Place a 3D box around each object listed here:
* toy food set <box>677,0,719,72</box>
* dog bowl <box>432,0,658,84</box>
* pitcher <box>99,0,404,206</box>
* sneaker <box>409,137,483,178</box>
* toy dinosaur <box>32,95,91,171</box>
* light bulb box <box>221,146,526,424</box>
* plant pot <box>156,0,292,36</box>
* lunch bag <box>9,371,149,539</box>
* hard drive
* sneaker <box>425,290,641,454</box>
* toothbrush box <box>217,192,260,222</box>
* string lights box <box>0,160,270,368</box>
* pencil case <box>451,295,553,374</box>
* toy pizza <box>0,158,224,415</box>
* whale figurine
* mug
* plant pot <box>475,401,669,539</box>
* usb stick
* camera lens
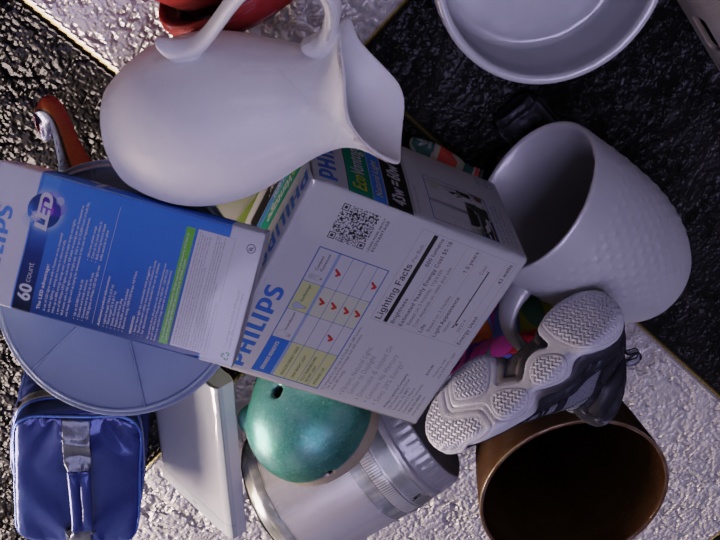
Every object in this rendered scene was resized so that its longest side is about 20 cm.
[{"bbox_3d":[0.384,-0.275,0.881,0.199,0.061,0.143,-37,130,16],"label":"toy food set"},{"bbox_3d":[0.152,-0.266,0.837,0.197,0.079,0.202,-3,121,-6],"label":"dog bowl"},{"bbox_3d":[-0.086,-0.128,0.685,0.197,0.122,0.172,-7,139,19],"label":"pitcher"},{"bbox_3d":[0.032,-0.042,0.976,0.093,0.070,0.201,34,115,-5],"label":"sneaker"},{"bbox_3d":[-0.230,-0.056,0.853,0.197,0.105,0.184,1,92,-10],"label":"toy dinosaur"},{"bbox_3d":[0.000,0.000,0.854,0.198,0.125,0.199,19,120,-21],"label":"light bulb box"},{"bbox_3d":[-0.121,-0.285,0.728,0.199,0.201,0.183,-30,129,11],"label":"plant pot"},{"bbox_3d":[-0.291,0.194,1.031,0.134,0.133,0.202,3,120,-8],"label":"lunch bag"},{"bbox_3d":[-0.172,0.169,1.040,0.027,0.131,0.202,-25,130,-35],"label":"hard drive"},{"bbox_3d":[0.158,0.111,0.870,0.199,0.076,0.114,-37,132,9],"label":"sneaker"},{"bbox_3d":[-0.120,-0.063,0.924,0.199,0.086,0.146,31,114,-24],"label":"toothbrush box"},{"bbox_3d":[-0.176,-0.006,0.740,0.197,0.059,0.104,16,95,-3],"label":"string lights box"},{"bbox_3d":[0.154,0.050,0.991,0.198,0.088,0.089,-5,125,-32],"label":"pencil case"},{"bbox_3d":[-0.189,0.013,0.787,0.197,0.032,0.203,0,95,-2],"label":"toy pizza"},{"bbox_3d":[-0.062,0.106,0.963,0.158,0.202,0.104,-30,142,15],"label":"whale figurine"},{"bbox_3d":[0.202,-0.007,0.914,0.174,0.148,0.201,28,94,-30],"label":"mug"},{"bbox_3d":[0.194,0.164,1.032,0.184,0.201,0.189,-3,122,-5],"label":"plant pot"},{"bbox_3d":[0.207,-0.094,0.976,0.055,0.033,0.200,-36,119,23],"label":"usb stick"},{"bbox_3d":[-0.015,0.201,1.052,0.199,0.161,0.160,-32,120,13],"label":"camera lens"}]
